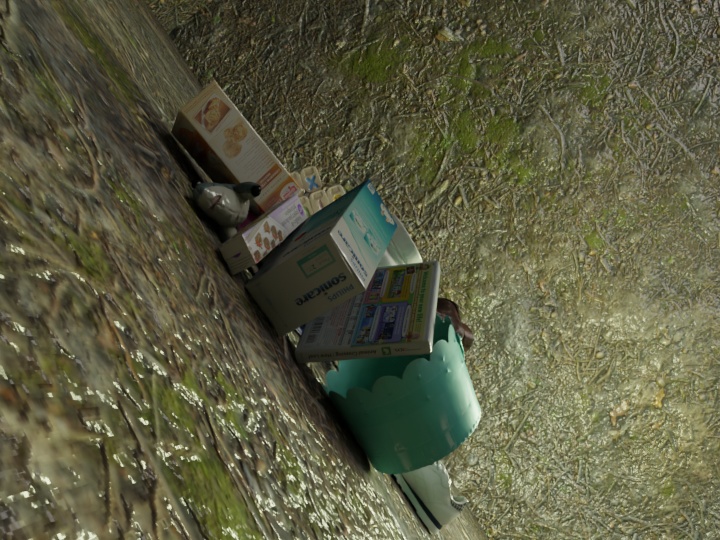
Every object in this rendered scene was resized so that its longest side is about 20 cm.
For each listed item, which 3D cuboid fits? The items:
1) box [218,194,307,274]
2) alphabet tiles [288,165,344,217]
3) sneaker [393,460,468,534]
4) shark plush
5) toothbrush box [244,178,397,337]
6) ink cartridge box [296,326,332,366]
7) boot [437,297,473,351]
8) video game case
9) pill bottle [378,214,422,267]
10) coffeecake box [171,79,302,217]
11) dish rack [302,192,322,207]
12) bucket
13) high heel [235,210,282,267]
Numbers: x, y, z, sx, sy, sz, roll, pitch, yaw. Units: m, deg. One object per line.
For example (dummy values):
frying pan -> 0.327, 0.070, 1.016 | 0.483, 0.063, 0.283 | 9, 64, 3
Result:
box -> -0.122, -0.052, 0.842 | 0.040, 0.041, 0.200 | 64, 22, -13
alphabet tiles -> -0.107, -0.095, 1.255 | 0.015, 0.195, 0.201 | -6, -77, 66
sneaker -> 0.096, 0.329, 1.062 | 0.202, 0.080, 0.076 | 55, 1, -6
shark plush -> -0.194, -0.110, 0.885 | 0.082, 0.092, 0.201 | 23, 18, -21
toothbrush box -> -0.045, -0.021, 0.856 | 0.086, 0.144, 0.201 | 54, 28, -15
ink cartridge box -> -0.110, 0.046, 1.107 | 0.202, 0.043, 0.197 | 55, -2, 31
boot -> 0.097, 0.066, 1.188 | 0.196, 0.066, 0.186 | 23, 10, -23
video game case -> 0.017, 0.053, 0.882 | 0.202, 0.176, 0.023 | -72, 152, -58
pill bottle -> 0.000, 0.000, 1.091 | 0.115, 0.197, 0.113 | 56, 0, 0
coffeecake box -> -0.194, -0.169, 0.989 | 0.201, 0.073, 0.153 | 50, -16, -14
dish rack -> -0.091, -0.039, 1.290 | 0.202, 0.171, 0.043 | 55, -20, -12
bucket -> 0.062, 0.168, 0.887 | 0.138, 0.203, 0.207 | 63, -2, -10
high heel -> -0.123, -0.013, 0.979 | 0.198, 0.067, 0.097 | 38, 18, -25
